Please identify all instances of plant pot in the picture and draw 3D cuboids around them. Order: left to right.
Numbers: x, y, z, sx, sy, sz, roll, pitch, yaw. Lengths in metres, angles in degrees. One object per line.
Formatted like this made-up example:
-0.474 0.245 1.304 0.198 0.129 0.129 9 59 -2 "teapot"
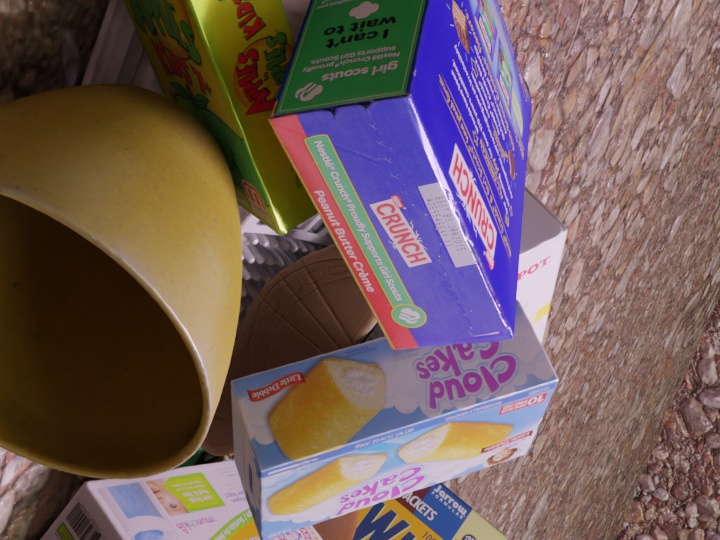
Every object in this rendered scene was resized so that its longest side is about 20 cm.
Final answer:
-0.139 -0.014 0.625 0.201 0.199 0.142 91 18 -45 "plant pot"

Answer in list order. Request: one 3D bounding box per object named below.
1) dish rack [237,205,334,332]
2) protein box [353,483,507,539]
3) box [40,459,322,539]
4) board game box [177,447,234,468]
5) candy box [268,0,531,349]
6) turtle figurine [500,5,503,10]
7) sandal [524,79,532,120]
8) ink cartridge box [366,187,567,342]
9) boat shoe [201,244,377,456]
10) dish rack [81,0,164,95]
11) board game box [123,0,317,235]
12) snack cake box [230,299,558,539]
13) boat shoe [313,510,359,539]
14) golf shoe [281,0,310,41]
-0.082 0.000 0.837 0.200 0.044 0.171 -48 161 13 "dish rack"
0.009 0.311 1.202 0.199 0.135 0.200 -50 178 -26 "protein box"
-0.128 0.217 0.895 0.102 0.113 0.200 -51 155 20 "box"
-0.130 0.150 0.981 0.105 0.023 0.200 -59 156 -6 "board game box"
0.034 -0.086 0.668 0.201 0.077 0.170 -79 152 -44 "candy box"
0.046 -0.160 0.915 0.200 0.100 0.151 40 42 -53 "turtle figurine"
0.123 -0.150 1.067 0.201 0.057 0.080 -59 140 -61 "sandal"
0.063 0.037 0.917 0.145 0.083 0.201 -26 146 -23 "ink cartridge box"
-0.043 0.050 0.833 0.200 0.072 0.065 -48 166 27 "boat shoe"
-0.092 -0.111 0.769 0.200 0.043 0.173 -1 115 -64 "dish rack"
-0.078 -0.125 0.636 0.047 0.101 0.201 -33 129 -17 "board game box"
0.018 0.099 0.806 0.199 0.067 0.115 -16 148 -14 "snack cake box"
-0.045 0.154 1.008 0.070 0.070 0.201 -16 123 -24 "boat shoe"
-0.005 -0.118 0.774 0.073 0.092 0.200 -61 155 -1 "golf shoe"
